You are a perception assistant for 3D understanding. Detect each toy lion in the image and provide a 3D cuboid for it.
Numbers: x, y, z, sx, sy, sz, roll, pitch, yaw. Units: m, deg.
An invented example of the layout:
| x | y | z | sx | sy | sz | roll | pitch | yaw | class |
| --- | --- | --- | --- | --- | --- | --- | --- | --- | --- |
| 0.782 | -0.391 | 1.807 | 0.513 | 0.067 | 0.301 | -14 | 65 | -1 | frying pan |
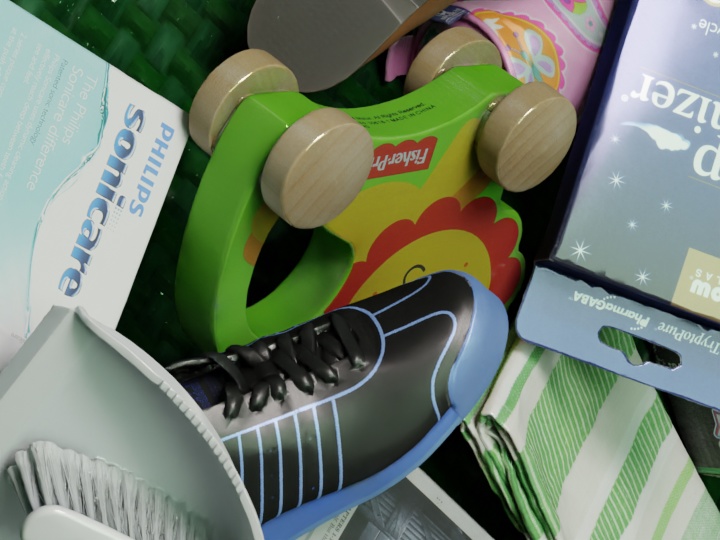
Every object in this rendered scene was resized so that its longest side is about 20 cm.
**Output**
| x | y | z | sx | sy | sz | roll | pitch | yaw | class |
| --- | --- | --- | --- | --- | --- | --- | --- | --- | --- |
| 0.000 | 0.000 | 1.088 | 0.199 | 0.069 | 0.193 | -10 | 129 | -45 | toy lion |

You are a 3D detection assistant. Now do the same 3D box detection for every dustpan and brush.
| x | y | z | sx | sy | sz | roll | pitch | yaw | class |
| --- | --- | --- | --- | --- | --- | --- | --- | --- | --- |
| -0.066 | 0.119 | 0.965 | 0.199 | 0.057 | 0.140 | 31 | 112 | -21 | dustpan and brush |

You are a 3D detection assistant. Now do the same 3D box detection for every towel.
| x | y | z | sx | sy | sz | roll | pitch | yaw | class |
| --- | --- | --- | --- | --- | --- | --- | --- | --- | --- |
| 0.117 | 0.099 | 1.212 | 0.201 | 0.023 | 0.153 | 61 | 37 | -26 | towel |

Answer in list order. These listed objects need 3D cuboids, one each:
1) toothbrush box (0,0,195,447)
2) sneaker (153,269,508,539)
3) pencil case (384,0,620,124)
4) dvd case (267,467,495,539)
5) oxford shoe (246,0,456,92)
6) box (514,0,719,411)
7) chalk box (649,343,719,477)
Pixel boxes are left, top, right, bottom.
| x | y | z | sx | sy | sz | roll | pitch | yaw | class |
| --- | --- | --- | --- | --- | --- | --- | --- | --- | --- |
| -0.180 | -0.037 | 0.974 | 0.199 | 0.085 | 0.147 | 30 | 71 | -34 | toothbrush box |
| -0.035 | 0.058 | 1.011 | 0.200 | 0.070 | 0.078 | -38 | 134 | 2 | sneaker |
| 0.107 | -0.114 | 1.204 | 0.199 | 0.087 | 0.088 | -27 | 106 | -34 | pencil case |
| 0.017 | 0.175 | 1.082 | 0.200 | 0.025 | 0.151 | 44 | 65 | -30 | dvd case |
| 0.036 | -0.150 | 1.111 | 0.199 | 0.071 | 0.072 | -34 | 91 | 4 | oxford shoe |
| 0.154 | -0.047 | 1.144 | 0.120 | 0.032 | 0.202 | 19 | 85 | -11 | box |
| 0.227 | 0.028 | 1.272 | 0.124 | 0.124 | 0.201 | -33 | 111 | -32 | chalk box |
